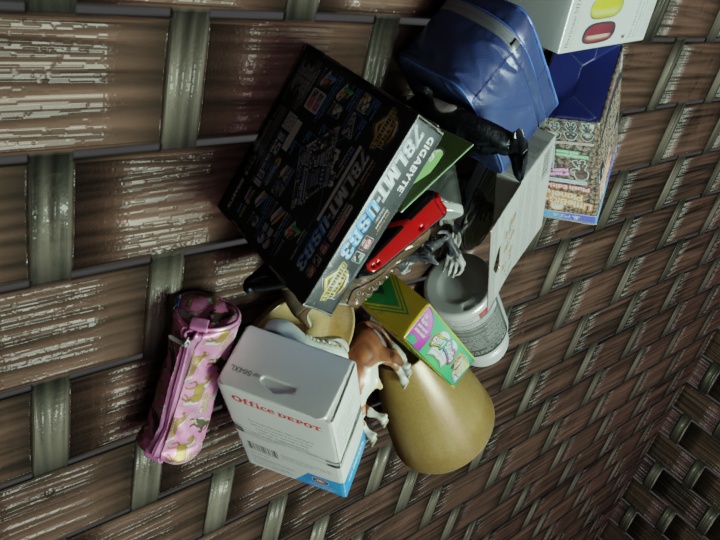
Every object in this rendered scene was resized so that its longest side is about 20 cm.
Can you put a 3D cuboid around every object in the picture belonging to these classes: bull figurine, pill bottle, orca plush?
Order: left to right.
[{"bbox_3d":[-0.005,0.176,1.043,0.204,0.120,0.065,-64,167,18],"label":"bull figurine"},{"bbox_3d":[0.096,-0.139,0.807,0.072,0.198,0.105,-53,151,-7],"label":"orca plush"},{"bbox_3d":[0.178,0.072,1.159,0.114,0.113,0.201,-44,143,-9],"label":"pill bottle"}]

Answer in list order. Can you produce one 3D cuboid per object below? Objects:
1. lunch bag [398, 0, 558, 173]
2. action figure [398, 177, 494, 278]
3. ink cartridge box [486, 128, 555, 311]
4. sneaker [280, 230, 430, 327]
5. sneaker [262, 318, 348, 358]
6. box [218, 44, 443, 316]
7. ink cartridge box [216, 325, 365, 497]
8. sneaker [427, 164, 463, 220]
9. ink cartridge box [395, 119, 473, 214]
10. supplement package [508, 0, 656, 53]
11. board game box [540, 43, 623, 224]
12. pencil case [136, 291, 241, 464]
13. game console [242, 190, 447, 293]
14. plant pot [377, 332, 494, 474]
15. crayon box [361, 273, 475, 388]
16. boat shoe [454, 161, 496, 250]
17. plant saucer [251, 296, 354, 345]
[{"bbox_3d":[0.153,-0.227,0.856,0.133,0.135,0.200,-48,144,-2],"label":"lunch bag"},{"bbox_3d":[0.097,-0.041,0.975,0.198,0.117,0.104,-36,134,-30],"label":"action figure"},{"bbox_3d":[0.205,-0.069,0.995,0.177,0.044,0.202,-52,154,-23],"label":"ink cartridge box"},{"bbox_3d":[0.000,0.000,0.859,0.195,0.071,0.077,-22,106,6],"label":"sneaker"},{"bbox_3d":[-0.064,0.103,0.916,0.086,0.071,0.202,-64,148,-26],"label":"sneaker"},{"bbox_3d":[-0.040,-0.095,0.704,0.049,0.198,0.203,20,105,-47],"label":"box"},{"bbox_3d":[-0.074,0.173,0.854,0.203,0.142,0.085,86,25,-50],"label":"ink cartridge box"},{"bbox_3d":[0.037,-0.122,0.889,0.194,0.070,0.103,4,79,-21],"label":"sneaker"},{"bbox_3d":[0.024,-0.117,0.754,0.103,0.199,0.060,-40,137,-12],"label":"ink cartridge box"},{"bbox_3d":[0.284,-0.358,0.912,0.197,0.109,0.116,-20,134,-35],"label":"supplement package"},{"bbox_3d":[0.316,-0.199,1.044,0.162,0.094,0.202,-64,152,-29],"label":"board game box"},{"bbox_3d":[-0.198,0.126,0.820,0.085,0.083,0.204,1,120,-38],"label":"pencil case"},{"bbox_3d":[-0.015,-0.028,0.786,0.177,0.196,0.032,-44,115,-43],"label":"game console"},{"bbox_3d":[0.099,0.187,1.141,0.186,0.185,0.202,-41,128,-13],"label":"plant pot"},{"bbox_3d":[0.053,0.058,0.959,0.058,0.172,0.200,-47,144,-2],"label":"crayon box"},{"bbox_3d":[0.195,-0.114,1.062,0.071,0.062,0.205,-11,128,-41],"label":"boat shoe"},{"bbox_3d":[-0.093,0.100,0.952,0.197,0.035,0.204,-28,138,-28],"label":"plant saucer"}]
